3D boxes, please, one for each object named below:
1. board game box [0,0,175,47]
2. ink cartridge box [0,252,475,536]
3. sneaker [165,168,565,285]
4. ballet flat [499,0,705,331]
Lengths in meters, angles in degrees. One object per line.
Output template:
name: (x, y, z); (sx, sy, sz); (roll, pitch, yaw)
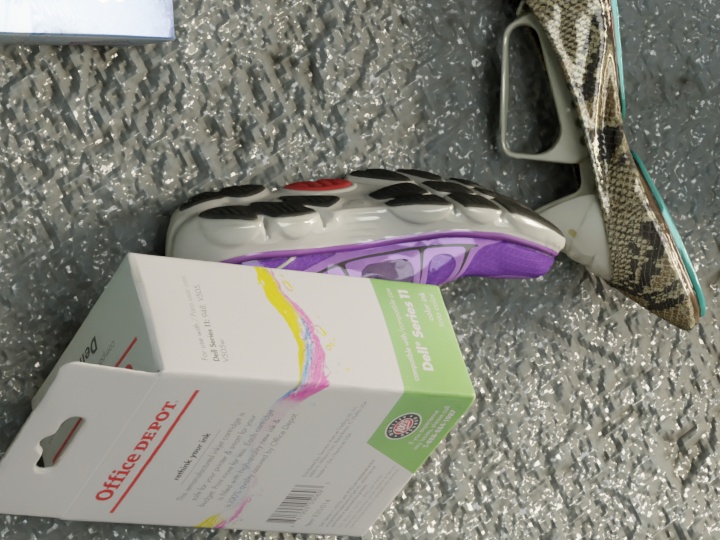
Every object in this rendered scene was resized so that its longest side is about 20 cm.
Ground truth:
board game box: (-0.164, -0.197, 1.271); (0.198, 0.043, 0.202); (-5, 91, -52)
ink cartridge box: (-0.066, 0.055, 1.309); (0.199, 0.117, 0.068); (6, 49, -31)
sneaker: (0.000, 0.000, 1.394); (0.199, 0.081, 0.084); (-5, 108, -23)
ballet flat: (0.107, -0.060, 1.459); (0.075, 0.068, 0.201); (-16, 91, -8)
